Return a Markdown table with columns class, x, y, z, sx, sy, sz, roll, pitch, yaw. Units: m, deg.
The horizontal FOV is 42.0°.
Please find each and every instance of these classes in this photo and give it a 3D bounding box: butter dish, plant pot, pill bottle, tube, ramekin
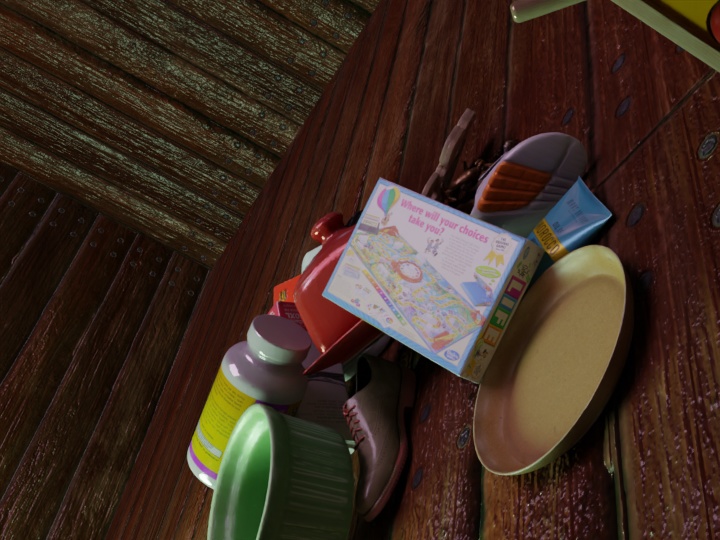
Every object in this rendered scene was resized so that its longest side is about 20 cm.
| class | x | y | z | sx | sy | sz | roll | pitch | yaw |
| --- | --- | --- | --- | --- | --- | --- | --- | --- | --- |
| butter dish | 0.000 | 0.000 | 1.060 | 0.200 | 0.148 | 0.199 | -40 | -5 | 18 |
| plant pot | 0.157 | 0.075 | 0.754 | 0.201 | 0.027 | 0.200 | -56 | 14 | 22 |
| pill bottle | -0.126 | 0.155 | 1.097 | 0.104 | 0.104 | 0.201 | -95 | 26 | -66 |
| tube | 0.153 | 0.008 | 0.869 | 0.200 | 0.050 | 0.078 | -52 | 31 | 20 |
| ramekin | -0.084 | 0.247 | 0.983 | 0.200 | 0.097 | 0.202 | -164 | 90 | -70 |

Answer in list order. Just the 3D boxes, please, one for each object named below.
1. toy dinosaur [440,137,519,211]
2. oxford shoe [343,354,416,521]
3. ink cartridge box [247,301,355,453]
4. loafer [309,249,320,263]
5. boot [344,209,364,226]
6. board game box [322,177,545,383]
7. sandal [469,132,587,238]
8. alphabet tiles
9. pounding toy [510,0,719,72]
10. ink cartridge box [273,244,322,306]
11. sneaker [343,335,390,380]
| class | x | y | z | sx | sy | sz | roll | pitch | yaw |
| --- | --- | --- | --- | --- | --- | --- | --- | --- | --- |
| toy dinosaur | 0.142 | -0.103 | 1.130 | 0.106 | 0.061 | 0.200 | -37 | 5 | -18 |
| oxford shoe | 0.008 | 0.176 | 1.010 | 0.071 | 0.074 | 0.201 | -52 | 17 | 37 |
| ink cartridge box | -0.086 | 0.164 | 1.213 | 0.145 | 0.083 | 0.201 | -50 | 42 | 44 |
| loafer | -0.009 | -0.005 | 1.306 | 0.199 | 0.075 | 0.069 | -2 | 71 | 45 |
| boot | -0.035 | -0.007 | 1.544 | 0.201 | 0.067 | 0.131 | -65 | 13 | -8 |
| board game box | 0.063 | 0.004 | 0.892 | 0.199 | 0.034 | 0.135 | 29 | 93 | 44 |
| sandal | 0.147 | -0.070 | 0.956 | 0.207 | 0.079 | 0.059 | -55 | 18 | 36 |
| alphabet tiles | 0.100 | -0.101 | 1.183 | 0.196 | 0.015 | 0.201 | -56 | -13 | -49 |
| pounding toy | 0.242 | -0.224 | 0.637 | 0.184 | 0.199 | 0.143 | -43 | 23 | 54 |
| ink cartridge box | -0.087 | 0.058 | 1.450 | 0.199 | 0.047 | 0.161 | -25 | 55 | 39 |
| sneaker | -0.012 | 0.079 | 1.256 | 0.200 | 0.082 | 0.074 | -51 | 18 | 40 |
